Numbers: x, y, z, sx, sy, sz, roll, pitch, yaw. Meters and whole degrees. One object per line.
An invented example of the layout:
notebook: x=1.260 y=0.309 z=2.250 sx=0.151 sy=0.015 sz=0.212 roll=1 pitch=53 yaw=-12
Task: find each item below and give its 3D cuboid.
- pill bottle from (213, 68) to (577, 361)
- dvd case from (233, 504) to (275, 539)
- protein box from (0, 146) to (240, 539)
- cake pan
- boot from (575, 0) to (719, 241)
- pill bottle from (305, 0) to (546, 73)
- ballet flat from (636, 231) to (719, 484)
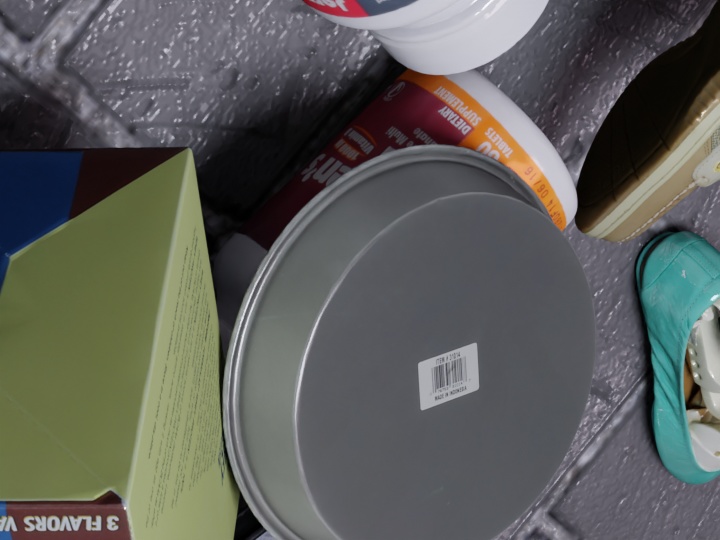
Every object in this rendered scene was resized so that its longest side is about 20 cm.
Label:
pill bottle: x=0.000 y=0.000 z=1.198 sx=0.200 sy=0.109 sz=0.110 roll=-44 pitch=137 yaw=-10
dvd case: x=-0.055 y=0.137 z=1.226 sx=0.200 sy=0.018 sz=0.143 roll=-38 pitch=167 yaw=4
protein box: x=-0.133 y=0.089 z=1.029 sx=0.134 sy=0.199 sz=0.201 roll=0 pitch=133 yaw=6
cake pan: x=0.030 y=0.045 z=1.129 sx=0.199 sy=0.037 sz=0.201 roll=-12 pitch=111 yaw=-34
boot: x=0.213 y=-0.062 z=1.216 sx=0.154 sy=0.072 sz=0.200 roll=26 pitch=126 yaw=-25
pill bottle: x=0.002 y=-0.174 z=1.067 sx=0.120 sy=0.119 sz=0.200 roll=-49 pitch=137 yaw=-4
ballet flat: x=0.203 y=0.066 z=1.446 sx=0.067 sy=0.070 sz=0.201 roll=-34 pitch=134 yaw=-19
